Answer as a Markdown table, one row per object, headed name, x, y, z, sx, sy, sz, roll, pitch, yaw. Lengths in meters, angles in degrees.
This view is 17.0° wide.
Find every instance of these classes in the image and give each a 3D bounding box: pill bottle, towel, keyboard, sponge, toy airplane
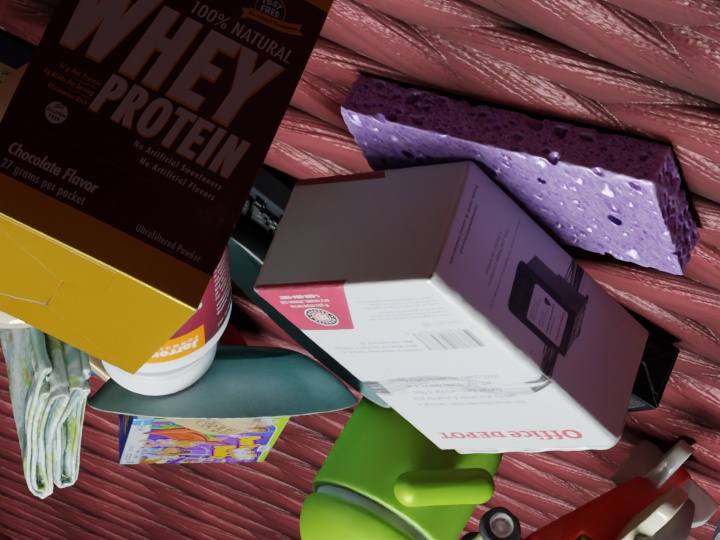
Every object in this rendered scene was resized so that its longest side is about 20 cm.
| name | x | y | z | sx | sy | sz | roll | pitch | yaw |
| --- | --- | --- | --- | --- | --- | --- | --- | --- | --- |
| pill bottle | -0.143 | -0.004 | 1.627 | 0.112 | 0.113 | 0.201 | 19 | 147 | 14 |
| towel | -0.244 | 0.048 | 1.812 | 0.048 | 0.201 | 0.172 | -5 | 147 | -16 |
| keyboard | 0.000 | 0.000 | 1.597 | 0.200 | 0.021 | 0.127 | 38 | 158 | 4 |
| sponge | 0.092 | -0.056 | 1.390 | 0.199 | 0.030 | 0.112 | 16 | 160 | 25 |
| toy airplane | 0.185 | 0.215 | 1.772 | 0.142 | 0.199 | 0.200 | 61 | -159 | 14 |

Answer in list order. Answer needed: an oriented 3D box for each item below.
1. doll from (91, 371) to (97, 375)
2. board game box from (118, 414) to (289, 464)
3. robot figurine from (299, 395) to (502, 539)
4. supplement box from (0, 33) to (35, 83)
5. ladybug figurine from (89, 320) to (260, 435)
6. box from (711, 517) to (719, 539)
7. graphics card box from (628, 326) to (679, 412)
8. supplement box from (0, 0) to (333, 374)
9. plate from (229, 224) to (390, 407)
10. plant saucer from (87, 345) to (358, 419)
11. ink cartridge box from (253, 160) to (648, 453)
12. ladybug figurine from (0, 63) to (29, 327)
| name | x | y | z | sx | sy | sz | roll | pitch | yaw |
| --- | --- | --- | --- | --- | --- | --- | --- | --- | --- |
| doll | -0.184 | 0.078 | 2.088 | 0.135 | 0.049 | 0.200 | 8 | 163 | -1 |
| board game box | -0.139 | 0.128 | 2.101 | 0.133 | 0.045 | 0.200 | -1 | 165 | -9 |
| robot figurine | 0.030 | 0.158 | 1.794 | 0.115 | 0.201 | 0.175 | 36 | 160 | -11 |
| supplement box | -0.290 | -0.044 | 1.620 | 0.134 | 0.201 | 0.200 | 25 | 163 | -7 |
| ladybug figurine | -0.156 | 0.058 | 1.931 | 0.200 | 0.072 | 0.135 | 39 | 147 | -19 |
| box | 0.375 | 0.231 | 1.835 | 0.160 | 0.049 | 0.200 | 25 | 163 | -10 |
| graphics card box | 0.112 | 0.054 | 1.645 | 0.125 | 0.051 | 0.200 | 31 | 162 | -19 |
| supplement box | -0.127 | -0.075 | 1.323 | 0.132 | 0.201 | 0.197 | 26 | 162 | -8 |
| plate | -0.044 | 0.022 | 1.718 | 0.200 | 0.026 | 0.200 | 41 | 170 | 9 |
| plant saucer | -0.101 | 0.079 | 1.770 | 0.199 | 0.039 | 0.201 | 0 | -177 | 0 |
| ink cartridge box | 0.058 | 0.027 | 1.450 | 0.145 | 0.084 | 0.200 | -4 | 146 | 42 |
| ladybug figurine | -0.184 | -0.050 | 1.480 | 0.136 | 0.200 | 0.072 | 42 | -179 | 6 |
